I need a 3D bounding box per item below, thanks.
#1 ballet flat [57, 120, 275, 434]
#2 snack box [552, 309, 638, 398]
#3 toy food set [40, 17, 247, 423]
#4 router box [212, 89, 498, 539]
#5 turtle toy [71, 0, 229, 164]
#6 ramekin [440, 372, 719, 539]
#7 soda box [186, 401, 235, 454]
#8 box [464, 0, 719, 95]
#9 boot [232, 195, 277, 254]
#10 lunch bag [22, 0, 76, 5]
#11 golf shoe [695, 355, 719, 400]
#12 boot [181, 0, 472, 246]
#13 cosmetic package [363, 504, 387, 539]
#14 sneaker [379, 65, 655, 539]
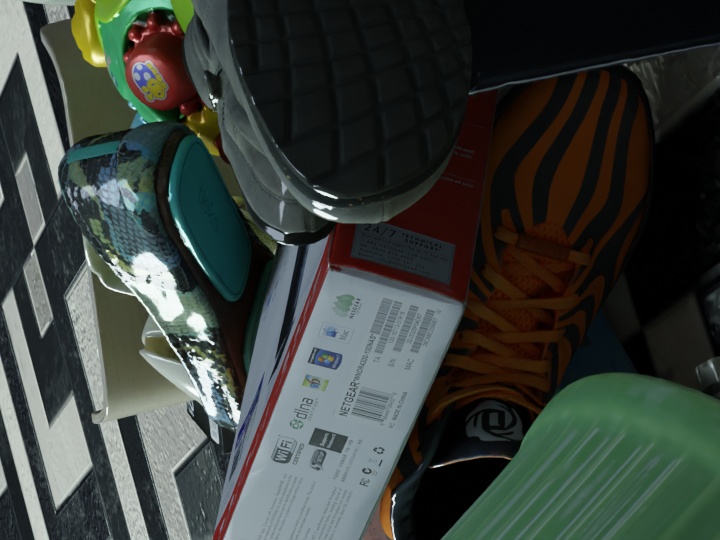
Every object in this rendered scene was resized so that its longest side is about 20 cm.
[{"bbox_3d":[-0.068,0.010,1.186,0.074,0.074,0.200,58,174,46],"label":"ballet flat"},{"bbox_3d":[0.091,0.125,1.175,0.200,0.037,0.116,96,156,-43],"label":"snack box"},{"bbox_3d":[-0.072,-0.033,1.385,0.060,0.143,0.200,-145,45,-63],"label":"toy food set"},{"bbox_3d":[0.000,0.000,1.057,0.200,0.049,0.180,111,172,-48],"label":"router box"},{"bbox_3d":[-0.044,-0.100,1.155,0.200,0.146,0.101,95,168,-71],"label":"turtle toy"},{"bbox_3d":[0.102,0.140,0.932,0.200,0.098,0.200,38,154,22],"label":"ramekin"},{"bbox_3d":[-0.057,-0.013,1.466,0.063,0.071,0.200,-137,39,-61],"label":"soda box"},{"bbox_3d":[0.047,-0.150,0.953,0.200,0.148,0.107,-131,34,-56],"label":"box"},{"bbox_3d":[-0.019,-0.003,1.275,0.155,0.073,0.200,27,140,28],"label":"boot"},{"bbox_3d":[-0.084,-0.188,1.217,0.164,0.200,0.118,126,133,-70],"label":"lunch bag"},{"bbox_3d":[0.134,0.079,0.970,0.097,0.078,0.200,68,162,8],"label":"golf shoe"},{"bbox_3d":[-0.014,-0.055,0.880,0.131,0.068,0.200,89,166,-44],"label":"boot"},{"bbox_3d":[0.027,0.175,1.229,0.200,0.073,0.104,96,157,-49],"label":"cosmetic package"},{"bbox_3d":[0.060,0.026,1.050,0.112,0.077,0.200,-91,17,-65],"label":"sneaker"}]
